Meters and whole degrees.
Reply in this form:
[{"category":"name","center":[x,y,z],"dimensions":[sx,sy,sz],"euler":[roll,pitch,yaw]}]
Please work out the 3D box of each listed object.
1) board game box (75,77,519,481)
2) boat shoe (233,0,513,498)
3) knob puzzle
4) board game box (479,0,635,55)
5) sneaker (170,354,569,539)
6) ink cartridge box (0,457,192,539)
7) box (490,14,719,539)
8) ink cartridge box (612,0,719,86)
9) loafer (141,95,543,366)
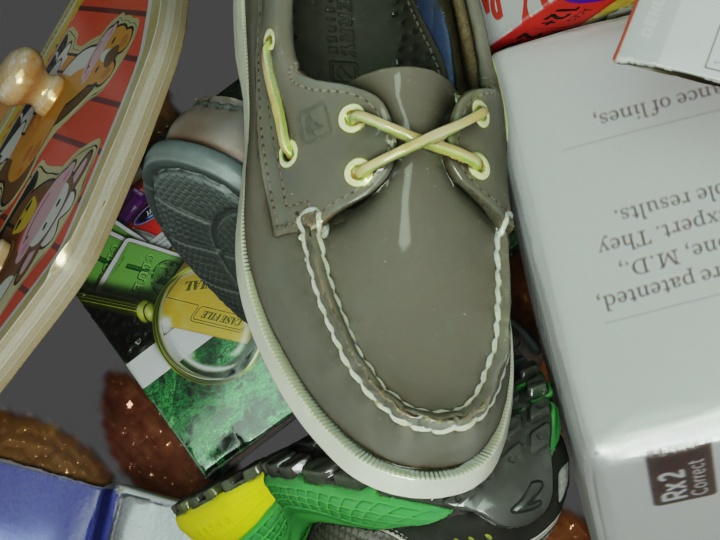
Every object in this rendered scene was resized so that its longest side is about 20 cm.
[{"category":"board game box","center":[-0.001,-0.030,0.902],"dimensions":[0.200,0.023,0.105],"euler":[-37,83,0]},{"category":"boat shoe","center":[0.004,-0.036,0.709],"dimensions":[0.072,0.060,0.203],"euler":[1,53,-16]},{"category":"knob puzzle","center":[-0.113,-0.018,0.824],"dimensions":[0.030,0.220,0.220],"euler":[31,86,-18]},{"category":"board game box","center":[0.117,-0.094,0.795],"dimensions":[0.199,0.151,0.047],"euler":[-8,80,-25]},{"category":"sneaker","center":[0.013,0.080,0.769],"dimensions":[0.078,0.200,0.086],"euler":[-25,87,-22]},{"category":"ink cartridge box","center":[-0.058,0.176,0.868],"dimensions":[0.199,0.047,0.199],"euler":[13,83,5]},{"category":"box","center":[0.152,0.016,0.778],"dimensions":[0.199,0.199,0.131],"euler":[-13,62,3]},{"category":"ink cartridge box","center":[0.174,-0.059,0.671],"dimensions":[0.199,0.050,0.109],"euler":[16,67,17]},{"category":"loafer","center":[0.000,0.000,0.824],"dimensions":[0.072,0.200,0.063],"euler":[15,66,36]}]
